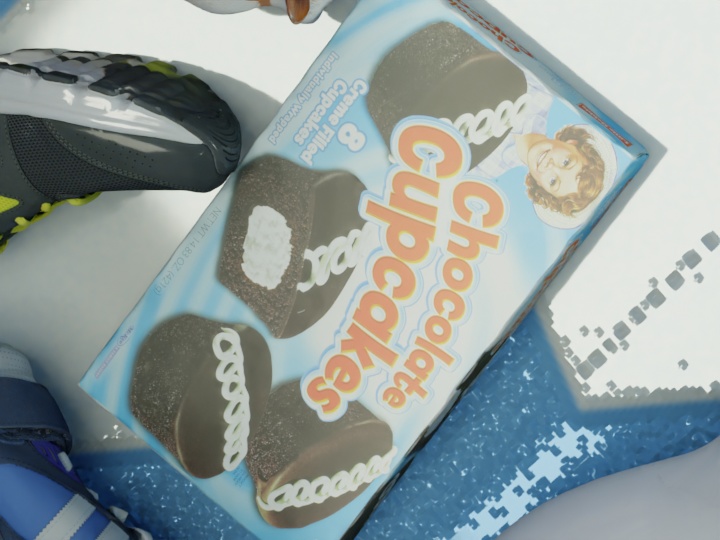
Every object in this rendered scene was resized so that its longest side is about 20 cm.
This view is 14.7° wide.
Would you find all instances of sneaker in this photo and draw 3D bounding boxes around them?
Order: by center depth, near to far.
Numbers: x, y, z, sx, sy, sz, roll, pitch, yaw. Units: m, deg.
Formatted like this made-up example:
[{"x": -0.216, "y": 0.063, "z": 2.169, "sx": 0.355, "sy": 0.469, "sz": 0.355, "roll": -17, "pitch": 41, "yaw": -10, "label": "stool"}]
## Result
[{"x": -0.111, "y": 0.091, "z": 1.042, "sx": 0.081, "sy": 0.199, "sz": 0.147, "roll": -41, "pitch": 38, "yaw": 36, "label": "sneaker"}, {"x": -0.135, "y": -0.039, "z": 1.047, "sx": 0.199, "sy": 0.074, "sz": 0.085, "roll": 7, "pitch": 102, "yaw": 24, "label": "sneaker"}]

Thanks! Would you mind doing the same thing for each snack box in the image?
[{"x": 0.000, "y": 0.000, "z": 1.023, "sx": 0.116, "sy": 0.037, "sz": 0.200, "roll": 39, "pitch": 103, "yaw": 9, "label": "snack box"}]

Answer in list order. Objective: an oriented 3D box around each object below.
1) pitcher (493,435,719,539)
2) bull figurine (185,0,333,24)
[{"x": 0.120, "y": 0.138, "z": 0.935, "sx": 0.200, "sy": 0.121, "sz": 0.172, "roll": -46, "pitch": 66, "yaw": 35, "label": "pitcher"}, {"x": -0.090, "y": -0.150, "z": 1.011, "sx": 0.199, "sy": 0.065, "sz": 0.122, "roll": 5, "pitch": 115, "yaw": 19, "label": "bull figurine"}]
